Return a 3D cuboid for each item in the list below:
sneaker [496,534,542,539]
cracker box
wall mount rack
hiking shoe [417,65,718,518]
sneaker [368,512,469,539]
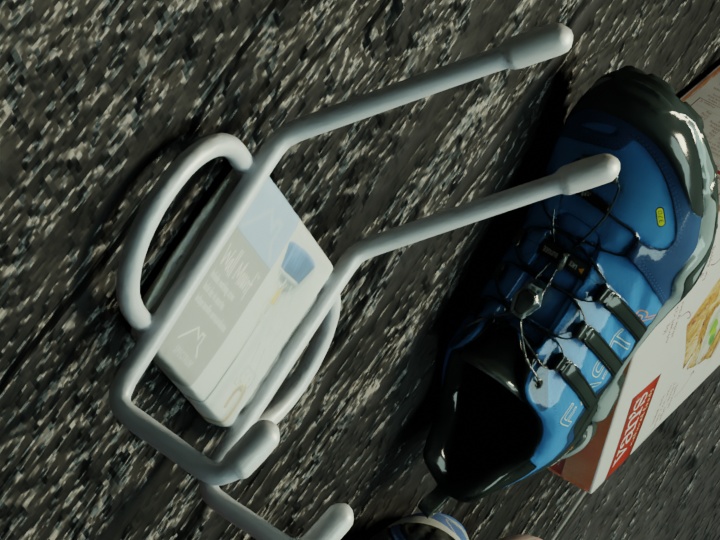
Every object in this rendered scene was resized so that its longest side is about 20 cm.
[{"bbox_3d":[0.047,0.207,1.347,0.105,0.075,0.200,-26,138,-49],"label":"sneaker"},{"bbox_3d":[0.144,-0.009,1.296,0.200,0.058,0.134,-39,152,-44],"label":"cracker box"},{"bbox_3d":[0.000,0.000,0.933,0.174,0.075,0.200,-56,161,-8],"label":"wall mount rack"},{"bbox_3d":[0.082,0.014,1.153,0.087,0.074,0.200,-38,152,-47],"label":"hiking shoe"},{"bbox_3d":[0.033,0.196,1.231,0.077,0.076,0.200,-49,142,-75],"label":"sneaker"}]
